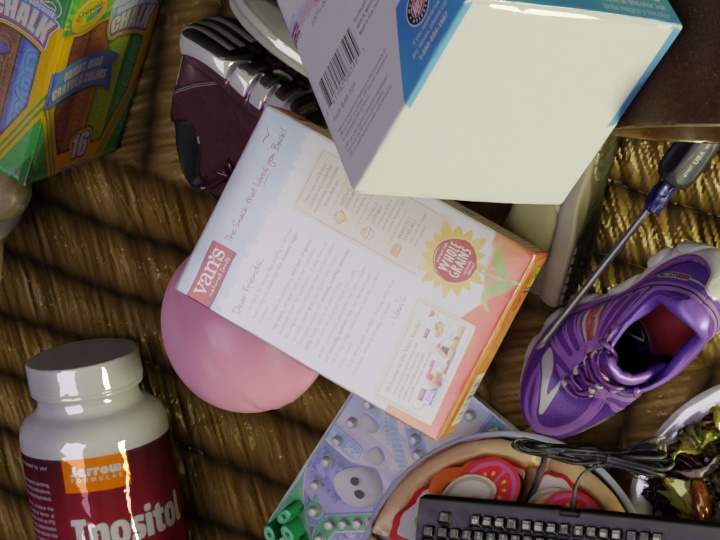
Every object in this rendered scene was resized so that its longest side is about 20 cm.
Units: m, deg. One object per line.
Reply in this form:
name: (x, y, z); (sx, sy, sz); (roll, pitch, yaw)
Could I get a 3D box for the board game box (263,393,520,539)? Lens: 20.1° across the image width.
board game box: (0.047, 0.179, 1.441); (0.200, 0.026, 0.201); (39, 119, 13)

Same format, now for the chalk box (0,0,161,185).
chalk box: (-0.223, -0.184, 1.425); (0.123, 0.124, 0.201); (30, 117, 18)

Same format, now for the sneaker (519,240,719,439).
sneaker: (0.160, 0.052, 1.296); (0.081, 0.083, 0.200); (45, 135, 0)

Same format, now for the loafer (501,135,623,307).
loafer: (0.126, -0.074, 1.296); (0.068, 0.076, 0.201); (19, 113, 16)

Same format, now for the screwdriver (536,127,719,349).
screwdriver: (0.175, -0.025, 1.296); (0.201, 0.029, 0.028); (-57, 50, 21)

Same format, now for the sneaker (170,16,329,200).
sneaker: (-0.056, -0.079, 1.404); (0.200, 0.075, 0.116); (39, 126, 23)

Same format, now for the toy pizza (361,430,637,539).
toy pizza: (0.090, 0.201, 1.323); (0.199, 0.032, 0.202); (-4, 73, 15)

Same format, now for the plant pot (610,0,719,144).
plant pot: (0.237, -0.176, 1.162); (0.186, 0.187, 0.202); (3, 91, 28)

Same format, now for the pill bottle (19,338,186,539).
pill bottle: (-0.192, 0.158, 1.513); (0.112, 0.113, 0.201); (-1, 104, 29)

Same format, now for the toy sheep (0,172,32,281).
toy sheep: (-0.320, -0.053, 1.514); (0.199, 0.138, 0.139); (-5, 102, 34)

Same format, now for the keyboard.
keyboard: (0.133, 0.163, 1.294); (0.199, 0.021, 0.128); (3, 75, 16)

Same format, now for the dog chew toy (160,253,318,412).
dog chew toy: (-0.037, 0.019, 1.390); (0.199, 0.124, 0.125); (-23, 93, 24)

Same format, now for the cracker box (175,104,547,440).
cracker box: (0.000, 0.000, 1.295); (0.199, 0.058, 0.135); (30, 98, 11)

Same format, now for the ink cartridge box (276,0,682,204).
ink cartridge box: (0.054, -0.162, 1.152); (0.147, 0.145, 0.201); (-58, 42, 40)

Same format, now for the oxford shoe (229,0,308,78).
oxford shoe: (0.007, -0.141, 1.322); (0.199, 0.075, 0.058); (31, 119, 8)

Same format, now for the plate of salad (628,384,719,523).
plate of salad: (0.260, 0.167, 1.288); (0.199, 0.048, 0.202); (0, 90, 26)
